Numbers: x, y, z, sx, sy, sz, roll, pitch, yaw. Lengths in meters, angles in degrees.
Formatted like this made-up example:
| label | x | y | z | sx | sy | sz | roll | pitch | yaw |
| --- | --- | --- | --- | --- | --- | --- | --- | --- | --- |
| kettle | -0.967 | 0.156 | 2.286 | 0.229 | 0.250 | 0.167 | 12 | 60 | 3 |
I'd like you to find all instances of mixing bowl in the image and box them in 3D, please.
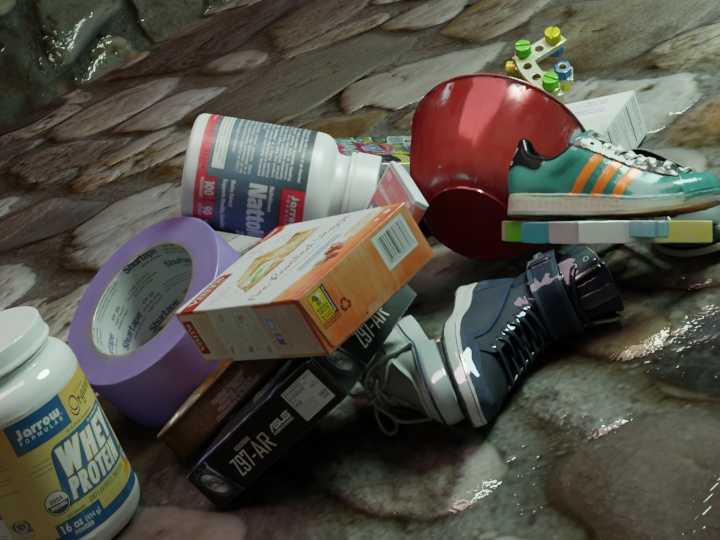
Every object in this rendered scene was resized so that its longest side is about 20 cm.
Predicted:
| label | x | y | z | sx | sy | sz | roll | pitch | yaw |
| --- | --- | --- | --- | --- | --- | --- | --- | --- | --- |
| mixing bowl | 0.126 | -0.082 | 1.432 | 0.198 | 0.201 | 0.109 | -7 | 41 | 37 |

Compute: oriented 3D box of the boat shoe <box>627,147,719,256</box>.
| label | x | y | z | sx | sy | sz | roll | pitch | yaw |
| --- | --- | --- | --- | --- | --- | --- | --- | --- | --- |
| boat shoe | 0.294 | -0.067 | 1.364 | 0.072 | 0.062 | 0.200 | -23 | 21 | -5 |

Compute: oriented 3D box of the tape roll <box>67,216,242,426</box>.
| label | x | y | z | sx | sy | sz | roll | pitch | yaw |
| --- | --- | --- | --- | --- | --- | --- | --- | --- | --- |
| tape roll | -0.197 | 0.051 | 1.469 | 0.198 | 0.085 | 0.202 | -25 | 43 | 26 |

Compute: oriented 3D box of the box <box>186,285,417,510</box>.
| label | x | y | z | sx | sy | sz | roll | pitch | yaw |
| --- | --- | --- | --- | --- | --- | --- | --- | --- | --- |
| box | -0.050 | 0.099 | 1.237 | 0.200 | 0.043 | 0.160 | -44 | 5 | 38 |

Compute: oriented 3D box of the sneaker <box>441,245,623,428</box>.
| label | x | y | z | sx | sy | sz | roll | pitch | yaw |
| --- | --- | --- | --- | --- | --- | --- | --- | --- | --- |
| sneaker | 0.148 | 0.049 | 1.221 | 0.145 | 0.078 | 0.203 | -17 | 24 | 17 |

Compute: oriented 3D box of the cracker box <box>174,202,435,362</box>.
| label | x | y | z | sx | sy | sz | roll | pitch | yaw |
| --- | --- | --- | --- | --- | --- | --- | --- | --- | --- |
| cracker box | -0.050 | 0.012 | 1.193 | 0.134 | 0.058 | 0.199 | -42 | 18 | -31 |

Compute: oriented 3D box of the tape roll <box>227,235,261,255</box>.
| label | x | y | z | sx | sy | sz | roll | pitch | yaw |
| --- | --- | --- | --- | --- | --- | --- | --- | --- | --- |
| tape roll | -0.100 | 0.011 | 1.598 | 0.198 | 0.067 | 0.201 | -20 | 21 | 8 |

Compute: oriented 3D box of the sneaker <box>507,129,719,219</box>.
| label | x | y | z | sx | sy | sz | roll | pitch | yaw |
| --- | --- | --- | --- | --- | --- | --- | --- | --- | --- |
| sneaker | 0.226 | -0.088 | 1.301 | 0.197 | 0.081 | 0.071 | 0 | -2 | 23 |

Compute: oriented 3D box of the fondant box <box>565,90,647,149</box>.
| label | x | y | z | sx | sy | sz | roll | pitch | yaw |
| --- | --- | --- | --- | --- | --- | --- | --- | --- | --- |
| fondant box | 0.214 | -0.120 | 1.590 | 0.143 | 0.059 | 0.200 | -8 | 24 | 36 |

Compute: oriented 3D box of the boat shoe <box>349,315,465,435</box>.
| label | x | y | z | sx | sy | sz | roll | pitch | yaw |
| --- | --- | --- | --- | --- | --- | --- | --- | --- | --- |
| boat shoe | 0.029 | 0.094 | 1.242 | 0.085 | 0.075 | 0.202 | -25 | 17 | -3 |

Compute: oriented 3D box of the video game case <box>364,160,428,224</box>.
| label | x | y | z | sx | sy | sz | roll | pitch | yaw |
| --- | --- | --- | --- | --- | --- | --- | --- | --- | --- |
| video game case | 0.000 | 0.000 | 1.412 | 0.202 | 0.017 | 0.143 | -61 | 16 | 13 |

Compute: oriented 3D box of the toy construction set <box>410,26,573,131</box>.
| label | x | y | z | sx | sy | sz | roll | pitch | yaw |
| --- | --- | --- | --- | --- | --- | --- | --- | --- | --- |
| toy construction set | 0.144 | -0.184 | 1.591 | 0.198 | 0.092 | 0.132 | -22 | 49 | 15 |

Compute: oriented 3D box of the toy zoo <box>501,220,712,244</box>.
| label | x | y | z | sx | sy | sz | roll | pitch | yaw |
| --- | --- | --- | --- | --- | --- | --- | --- | --- | --- |
| toy zoo | 0.223 | -0.035 | 1.290 | 0.129 | 0.021 | 0.200 | -1 | 2 | -18 |

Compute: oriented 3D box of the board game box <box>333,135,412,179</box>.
| label | x | y | z | sx | sy | sz | roll | pitch | yaw |
| --- | --- | --- | --- | --- | --- | --- | --- | --- | --- |
| board game box | 0.023 | -0.109 | 1.660 | 0.197 | 0.065 | 0.148 | -3 | 17 | -10 |

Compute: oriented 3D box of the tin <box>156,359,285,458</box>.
| label | x | y | z | sx | sy | sz | roll | pitch | yaw |
| --- | --- | --- | --- | --- | --- | --- | --- | --- | --- |
| tin | -0.110 | 0.094 | 1.334 | 0.200 | 0.042 | 0.112 | -46 | 0 | 13 |

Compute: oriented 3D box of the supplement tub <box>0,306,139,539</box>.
| label | x | y | z | sx | sy | sz | roll | pitch | yaw |
| --- | --- | --- | --- | --- | --- | --- | --- | --- | --- |
| supplement tub | -0.296 | 0.149 | 1.278 | 0.143 | 0.202 | 0.145 | -20 | 21 | 8 |

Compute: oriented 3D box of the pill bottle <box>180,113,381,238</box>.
| label | x | y | z | sx | sy | sz | roll | pitch | yaw |
| --- | --- | --- | --- | --- | --- | --- | --- | --- | --- |
| pill bottle | -0.081 | -0.091 | 1.514 | 0.197 | 0.121 | 0.120 | 9 | 24 | 2 |
